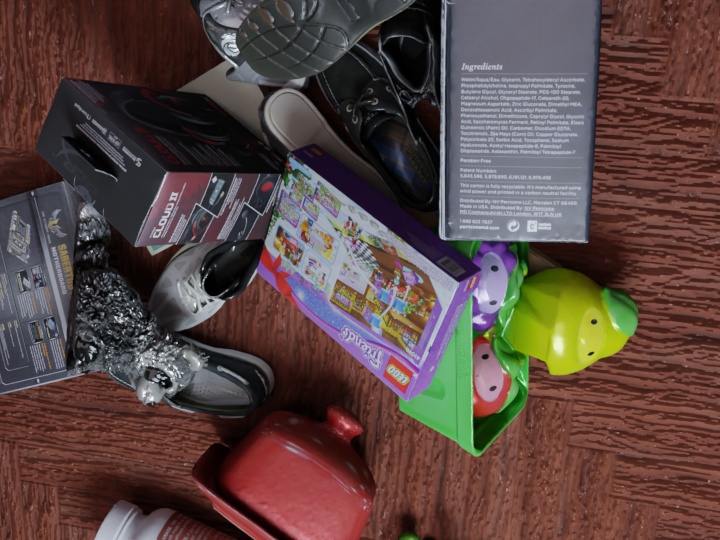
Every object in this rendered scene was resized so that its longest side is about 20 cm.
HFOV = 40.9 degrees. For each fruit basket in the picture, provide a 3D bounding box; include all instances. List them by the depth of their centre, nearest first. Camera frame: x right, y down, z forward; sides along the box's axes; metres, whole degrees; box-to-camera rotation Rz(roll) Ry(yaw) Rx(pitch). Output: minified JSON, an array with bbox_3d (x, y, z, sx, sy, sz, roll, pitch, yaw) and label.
[{"bbox_3d":[0.142,0.052,0.878,0.213,0.155,0.219,11,111,29],"label":"fruit basket"}]

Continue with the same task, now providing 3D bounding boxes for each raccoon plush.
[{"bbox_3d":[-0.218,0.032,0.961,0.132,0.096,0.204,5,86,-22],"label":"raccoon plush"}]

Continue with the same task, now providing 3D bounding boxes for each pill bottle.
[{"bbox_3d":[-0.200,0.339,1.087,0.197,0.112,0.114,23,111,6],"label":"pill bottle"}]

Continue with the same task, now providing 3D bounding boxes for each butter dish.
[{"bbox_3d":[-0.053,0.206,0.989,0.198,0.200,0.149,37,89,0],"label":"butter dish"}]

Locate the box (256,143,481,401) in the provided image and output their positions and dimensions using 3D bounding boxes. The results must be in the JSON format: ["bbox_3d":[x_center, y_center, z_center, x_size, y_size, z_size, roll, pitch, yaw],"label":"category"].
[{"bbox_3d":[0.000,0.000,0.851,0.199,0.039,0.138,39,129,23],"label":"box"}]

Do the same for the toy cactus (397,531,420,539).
[{"bbox_3d":[0.089,0.382,1.048,0.200,0.103,0.165,43,122,-11],"label":"toy cactus"}]

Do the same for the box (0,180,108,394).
[{"bbox_3d":[-0.345,0.019,1.033,0.156,0.048,0.203,-14,92,17],"label":"box"}]

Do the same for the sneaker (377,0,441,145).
[{"bbox_3d":[0.045,-0.218,0.851,0.059,0.104,0.203,-9,105,16],"label":"sneaker"}]

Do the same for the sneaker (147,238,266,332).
[{"bbox_3d":[-0.160,0.007,0.968,0.200,0.115,0.076,-39,96,22],"label":"sneaker"}]

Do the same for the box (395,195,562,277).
[{"bbox_3d":[0.075,0.009,0.961,0.198,0.021,0.165,33,112,2],"label":"box"}]

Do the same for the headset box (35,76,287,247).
[{"bbox_3d":[-0.171,-0.094,0.845,0.148,0.199,0.076,40,114,25],"label":"headset box"}]

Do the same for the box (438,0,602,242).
[{"bbox_3d":[0.134,-0.146,0.802,0.122,0.200,0.200,1,108,11],"label":"box"}]

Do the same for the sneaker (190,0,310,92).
[{"bbox_3d":[-0.097,-0.264,0.874,0.113,0.075,0.203,2,109,-6],"label":"sneaker"}]

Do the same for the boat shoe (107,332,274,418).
[{"bbox_3d":[-0.194,0.112,1.039,0.196,0.060,0.077,4,110,13],"label":"boat shoe"}]

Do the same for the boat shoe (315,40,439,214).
[{"bbox_3d":[0.019,-0.139,0.895,0.068,0.057,0.201,-39,84,19],"label":"boat shoe"}]

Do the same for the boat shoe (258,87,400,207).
[{"bbox_3d":[-0.025,-0.087,0.922,0.067,0.057,0.201,-41,100,-14],"label":"boat shoe"}]

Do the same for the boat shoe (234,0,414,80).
[{"bbox_3d":[-0.017,-0.226,0.817,0.198,0.074,0.076,-19,116,34],"label":"boat shoe"}]

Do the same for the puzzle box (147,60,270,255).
[{"bbox_3d":[-0.165,-0.116,0.978,0.198,0.025,0.134,-25,100,20],"label":"puzzle box"}]
